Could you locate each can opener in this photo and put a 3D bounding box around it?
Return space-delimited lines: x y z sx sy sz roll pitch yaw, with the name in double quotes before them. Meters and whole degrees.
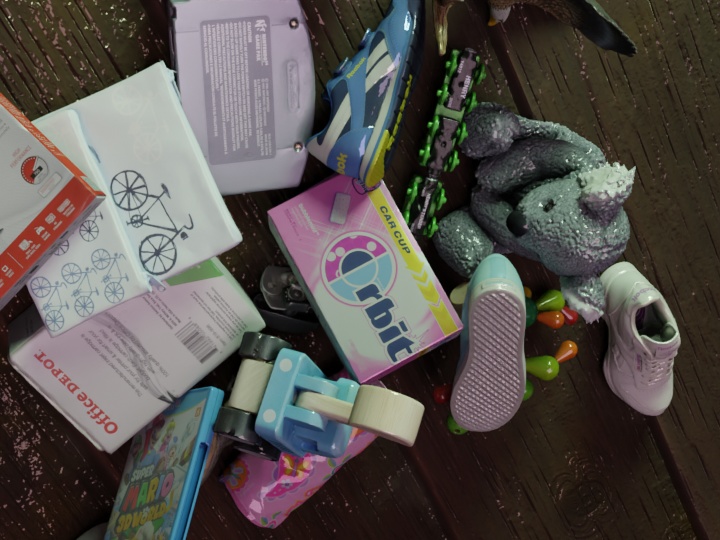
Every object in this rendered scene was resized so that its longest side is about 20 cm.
"can opener" -0.015 0.035 1.231 0.199 0.054 0.067 8 140 -23

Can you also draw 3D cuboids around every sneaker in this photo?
"sneaker" 0.132 0.071 1.176 0.074 0.082 0.201 9 129 2
"sneaker" 0.009 -0.183 1.120 0.082 0.074 0.201 17 82 15
"sneaker" 0.318 0.092 1.337 0.075 0.100 0.201 -27 119 -10

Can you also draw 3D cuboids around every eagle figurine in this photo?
"eagle figurine" 0.158 -0.275 1.118 0.199 0.151 0.153 -3 98 -8

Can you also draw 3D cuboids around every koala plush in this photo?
"koala plush" 0.198 -0.056 1.175 0.183 0.200 0.178 4 109 -21

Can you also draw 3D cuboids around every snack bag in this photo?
"snack bag" -0.224 -0.064 1.061 0.199 0.021 0.189 -24 88 0

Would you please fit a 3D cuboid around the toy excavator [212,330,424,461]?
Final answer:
"toy excavator" -0.030 0.125 1.073 0.199 0.195 0.100 12 74 16

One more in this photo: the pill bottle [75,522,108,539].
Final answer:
"pill bottle" -0.223 0.362 1.243 0.113 0.113 0.200 -38 119 -2

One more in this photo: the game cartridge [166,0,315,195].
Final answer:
"game cartridge" -0.109 -0.171 1.112 0.133 0.040 0.201 -6 113 -14

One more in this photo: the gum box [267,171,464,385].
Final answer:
"gum box" 0.000 0.000 1.152 0.113 0.066 0.201 -28 81 -8

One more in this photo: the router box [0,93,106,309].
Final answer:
"router box" -0.354 -0.054 1.024 0.179 0.049 0.200 43 93 -3

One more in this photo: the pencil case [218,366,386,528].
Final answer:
"pencil case" -0.053 0.185 1.253 0.200 0.087 0.087 -43 119 2

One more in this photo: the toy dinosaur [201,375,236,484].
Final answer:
"toy dinosaur" -0.151 0.163 1.215 0.200 0.047 0.088 -56 150 9

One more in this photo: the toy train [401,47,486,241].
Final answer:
"toy train" 0.079 -0.126 1.186 0.042 0.056 0.201 14 107 -8

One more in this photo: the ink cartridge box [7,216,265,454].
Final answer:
"ink cartridge box" -0.216 0.053 1.135 0.200 0.083 0.147 -39 116 -1

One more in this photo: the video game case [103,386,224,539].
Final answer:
"video game case" -0.195 0.213 1.126 0.018 0.143 0.201 26 66 -30

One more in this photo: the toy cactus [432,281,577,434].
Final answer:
"toy cactus" 0.141 0.073 1.264 0.200 0.102 0.165 -42 125 -10
